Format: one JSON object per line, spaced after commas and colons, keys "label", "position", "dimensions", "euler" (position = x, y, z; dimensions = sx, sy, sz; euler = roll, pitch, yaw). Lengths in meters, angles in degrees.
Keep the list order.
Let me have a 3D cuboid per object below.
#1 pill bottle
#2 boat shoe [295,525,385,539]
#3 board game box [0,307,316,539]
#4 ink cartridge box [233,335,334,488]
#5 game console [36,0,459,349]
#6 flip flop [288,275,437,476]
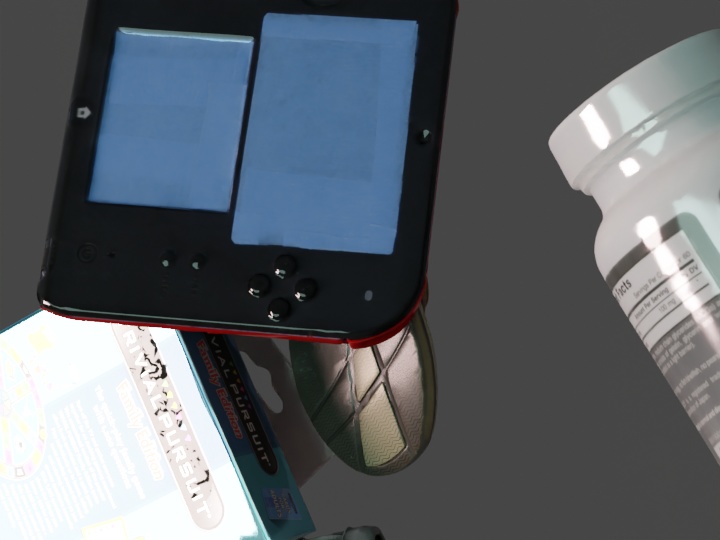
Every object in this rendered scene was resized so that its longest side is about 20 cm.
{"label": "pill bottle", "position": [0.172, 0.004, 1.082], "dimensions": [0.116, 0.116, 0.200], "euler": [-36, 77, 26]}
{"label": "boat shoe", "position": [0.015, 0.209, 1.134], "dimensions": [0.062, 0.073, 0.200], "euler": [-25, 74, 9]}
{"label": "board game box", "position": [-0.138, 0.098, 1.219], "dimensions": [0.200, 0.047, 0.151], "euler": [-28, 80, 26]}
{"label": "ink cartridge box", "position": [-0.117, 0.109, 1.275], "dimensions": [0.200, 0.067, 0.116], "euler": [-45, 74, 24]}
{"label": "game console", "position": [-0.050, -0.064, 1.171], "dimensions": [0.177, 0.031, 0.200], "euler": [6, 68, 3]}
{"label": "flip flop", "position": [0.000, 0.000, 1.213], "dimensions": [0.081, 0.058, 0.200], "euler": [-34, 63, 35]}
